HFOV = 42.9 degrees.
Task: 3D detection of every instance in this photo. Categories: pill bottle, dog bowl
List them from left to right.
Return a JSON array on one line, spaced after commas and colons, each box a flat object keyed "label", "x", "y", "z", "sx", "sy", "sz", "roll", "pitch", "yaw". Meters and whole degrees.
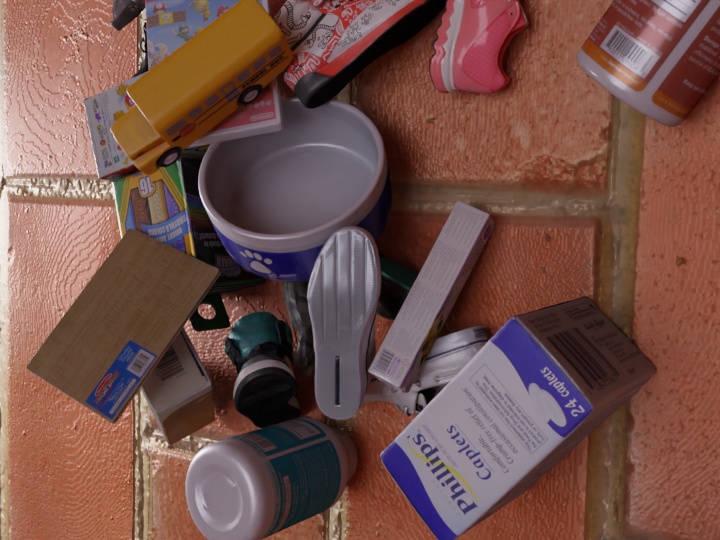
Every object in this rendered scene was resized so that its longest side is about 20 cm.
[{"label": "pill bottle", "x": -0.087, "y": 0.226, "z": 1.011, "sx": 0.110, "sy": 0.200, "sz": 0.111, "roll": 2, "pitch": 94, "yaw": 35}, {"label": "dog bowl", "x": -0.067, "y": -0.090, "z": 0.982, "sx": 0.199, "sy": 0.079, "sz": 0.201, "roll": -5, "pitch": 54, "yaw": 7}, {"label": "pill bottle", "x": 0.285, "y": -0.232, "z": 0.776, "sx": 0.112, "sy": 0.112, "sz": 0.200, "roll": 45, "pitch": 116, "yaw": 24}]

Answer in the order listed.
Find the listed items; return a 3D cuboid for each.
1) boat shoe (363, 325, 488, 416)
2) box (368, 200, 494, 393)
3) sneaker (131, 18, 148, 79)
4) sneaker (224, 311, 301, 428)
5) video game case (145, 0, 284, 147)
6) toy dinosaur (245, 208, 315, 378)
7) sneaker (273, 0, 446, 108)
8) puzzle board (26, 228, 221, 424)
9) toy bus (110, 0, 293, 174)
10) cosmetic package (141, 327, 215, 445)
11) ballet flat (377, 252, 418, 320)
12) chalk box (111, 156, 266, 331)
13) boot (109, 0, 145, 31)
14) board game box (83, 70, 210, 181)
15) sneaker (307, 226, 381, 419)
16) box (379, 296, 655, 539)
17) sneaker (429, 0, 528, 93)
[{"label": "boat shoe", "x": 0.057, "y": 0.124, "z": 0.988, "sx": 0.200, "sy": 0.071, "sz": 0.070, "roll": -24, "pitch": 77, "yaw": 27}, {"label": "box", "x": 0.074, "y": 0.027, "z": 0.936, "sx": 0.041, "sy": 0.039, "sz": 0.201, "roll": 25, "pitch": 83, "yaw": 22}, {"label": "sneaker", "x": -0.226, "y": -0.305, "z": 1.143, "sx": 0.077, "sy": 0.082, "sz": 0.201, "roll": 35, "pitch": 111, "yaw": 28}, {"label": "sneaker", "x": -0.113, "y": 0.100, "z": 1.051, "sx": 0.083, "sy": 0.200, "sz": 0.121, "roll": -16, "pitch": 69, "yaw": -6}, {"label": "video game case", "x": -0.164, "y": -0.232, "z": 1.014, "sx": 0.142, "sy": 0.017, "sz": 0.201, "roll": -10, "pitch": 67, "yaw": 4}, {"label": "toy dinosaur", "x": -0.062, "y": 0.017, "z": 1.046, "sx": 0.047, "sy": 0.088, "sz": 0.201, "roll": -23, "pitch": 83, "yaw": 44}, {"label": "sneaker", "x": -0.009, "y": -0.273, "z": 0.967, "sx": 0.201, "sy": 0.067, "sz": 0.108, "roll": -36, "pitch": 79, "yaw": 9}, {"label": "puzzle board", "x": -0.264, "y": 0.058, "z": 1.025, "sx": 0.150, "sy": 0.017, "sz": 0.200, "roll": 23, "pitch": 71, "yaw": 30}, {"label": "toy bus", "x": -0.166, "y": -0.187, "z": 0.936, "sx": 0.200, "sy": 0.078, "sz": 0.065, "roll": -38, "pitch": 77, "yaw": -1}, {"label": "cosmetic package", "x": -0.230, "y": 0.135, "z": 1.114, "sx": 0.105, "sy": 0.071, "sz": 0.200, "roll": 60, "pitch": 163, "yaw": 13}, {"label": "ballet flat", "x": 0.000, "y": 0.000, "z": 1.019, "sx": 0.200, "sy": 0.068, "sz": 0.069, "roll": 41, "pitch": 123, "yaw": 26}, {"label": "chalk box", "x": -0.205, "y": -0.025, "z": 1.123, "sx": 0.124, "sy": 0.125, "sz": 0.201, "roll": -11, "pitch": 86, "yaw": 35}, {"label": "boot", "x": -0.226, "y": -0.392, "z": 1.106, "sx": 0.174, "sy": 0.069, "sz": 0.200, "roll": -19, "pitch": 42, "yaw": 42}, {"label": "board game box", "x": -0.219, "y": -0.185, "z": 1.115, "sx": 0.199, "sy": 0.103, "sz": 0.105, "roll": -16, "pitch": 82, "yaw": 25}, {"label": "sneaker", "x": -0.017, "y": 0.049, "z": 0.934, "sx": 0.073, "sy": 0.071, "sz": 0.201, "roll": 9, "pitch": 106, "yaw": 6}, {"label": "box", "x": 0.147, "y": 0.133, "z": 0.852, "sx": 0.105, "sy": 0.184, "sz": 0.200, "roll": 49, "pitch": 117, "yaw": 20}, {"label": "sneaker", "x": 0.132, "y": -0.273, "z": 0.917, "sx": 0.086, "sy": 0.074, "sz": 0.201, "roll": 15, "pitch": 106, "yaw": 19}]
